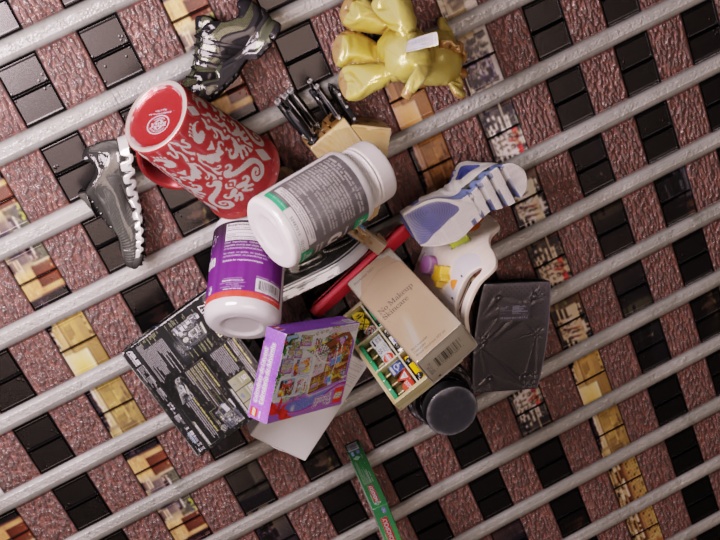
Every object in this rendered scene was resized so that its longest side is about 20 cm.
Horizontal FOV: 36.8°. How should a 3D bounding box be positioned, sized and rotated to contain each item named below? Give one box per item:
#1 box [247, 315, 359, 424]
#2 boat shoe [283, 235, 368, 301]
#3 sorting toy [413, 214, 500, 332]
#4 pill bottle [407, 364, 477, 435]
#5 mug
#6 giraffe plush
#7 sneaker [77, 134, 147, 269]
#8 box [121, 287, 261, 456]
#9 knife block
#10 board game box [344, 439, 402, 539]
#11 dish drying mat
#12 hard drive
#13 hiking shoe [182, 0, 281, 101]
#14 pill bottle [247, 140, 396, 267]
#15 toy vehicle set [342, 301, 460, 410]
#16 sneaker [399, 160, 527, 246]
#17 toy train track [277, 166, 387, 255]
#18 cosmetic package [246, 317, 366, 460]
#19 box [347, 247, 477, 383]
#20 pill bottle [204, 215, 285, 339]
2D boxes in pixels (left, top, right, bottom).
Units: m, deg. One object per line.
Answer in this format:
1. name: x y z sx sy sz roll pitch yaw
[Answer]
1. box: -0.082 0.144 1.610 0.200 0.039 0.137 -4 109 -59
2. boat shoe: -0.080 -0.013 1.684 0.199 0.072 0.071 -30 100 -12
3. sorting toy: 0.158 0.016 1.705 0.106 0.180 0.201 16 104 -21
4. pill bottle: 0.115 0.180 1.742 0.111 0.200 0.112 -5 112 -14
5. mug: -0.238 -0.158 1.513 0.177 0.134 0.200 -35 146 15
6. giraffe plush: 0.079 -0.320 1.584 0.162 0.199 0.173 1 102 -50
7. sneaker: -0.363 -0.098 1.577 0.090 0.066 0.201 -7 108 -10
8. box: -0.237 0.151 1.655 0.164 0.086 0.200 -36 96 4
9. knife block: -0.049 -0.183 1.634 0.175 0.064 0.201 3 110 -16
10. board game box: 0.028 0.387 1.795 0.029 0.200 0.135 -21 114 -5
11. dish drying mat: 0.000 0.000 1.718 0.200 0.077 0.018 -43 78 2
12. hard drive: 0.251 0.108 1.842 0.134 0.042 0.201 -2 111 -15
13. hiking shoe: -0.211 -0.311 1.545 0.200 0.076 0.101 -42 98 0
14. pill bottle: -0.052 -0.099 1.542 0.200 0.113 0.113 -33 117 -25
15. toy vehicle set: 0.058 0.110 1.703 0.124 0.200 0.027 -40 139 2
16. sneaker: 0.156 -0.112 1.694 0.199 0.115 0.081 -27 108 -2
17. toy train track: -0.042 -0.097 1.663 0.200 0.033 0.115 36 129 -4
18. cosmetic package: -0.090 0.194 1.756 0.113 0.081 0.200 31 100 -24
19. box: 0.077 0.066 1.648 0.095 0.200 0.078 -42 141 -2
20. pill bottle: -0.166 -0.008 1.593 0.112 0.201 0.113 2 152 1
